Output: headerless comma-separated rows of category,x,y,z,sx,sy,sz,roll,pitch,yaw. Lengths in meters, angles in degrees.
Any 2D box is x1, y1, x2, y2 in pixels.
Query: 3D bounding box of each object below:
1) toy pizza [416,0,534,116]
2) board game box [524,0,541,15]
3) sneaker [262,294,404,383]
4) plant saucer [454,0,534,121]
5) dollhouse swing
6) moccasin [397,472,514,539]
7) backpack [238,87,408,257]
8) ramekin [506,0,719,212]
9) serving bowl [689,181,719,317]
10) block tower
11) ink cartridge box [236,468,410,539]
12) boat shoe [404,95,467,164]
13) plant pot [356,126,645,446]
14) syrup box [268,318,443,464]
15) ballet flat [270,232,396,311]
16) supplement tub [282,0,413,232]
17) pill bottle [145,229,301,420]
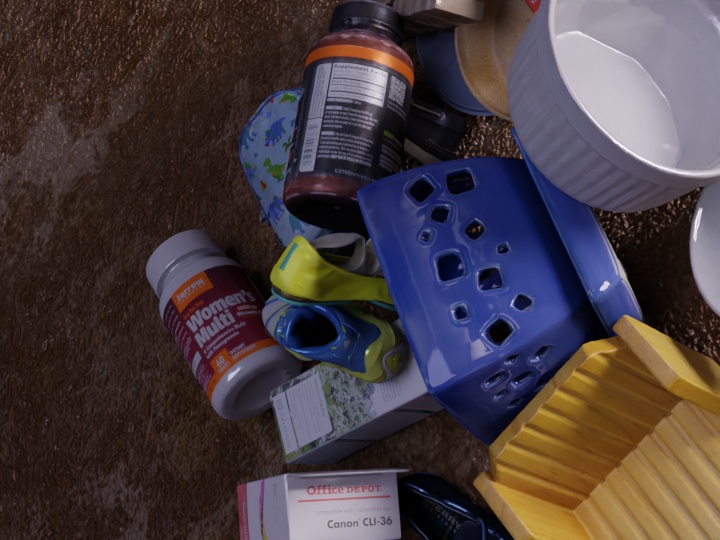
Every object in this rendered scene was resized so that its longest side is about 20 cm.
toy pizza,0.139,-0.250,1.159,0.198,0.031,0.204,-6,80,39
board game box,0.152,-0.326,1.061,0.102,0.047,0.201,-44,59,26
sneaker,-0.049,0.046,1.134,0.198,0.104,0.077,15,82,46
plant saucer,0.176,-0.230,1.082,0.198,0.035,0.204,-6,80,38
dollhouse swing,0.233,0.187,0.954,0.201,0.180,0.177,-50,38,22
moccasin,0.099,0.263,1.105,0.199,0.068,0.082,29,102,37
backpack,-0.037,-0.097,1.226,0.163,0.152,0.202,-46,47,32
ramekin,0.208,-0.142,0.927,0.105,0.197,0.203,136,124,-59
serving bowl,0.357,-0.034,0.920,0.199,0.065,0.203,-33,44,38
block tower,0.052,-0.264,1.160,0.199,0.057,0.055,11,91,63
ink cartridge box,-0.036,0.229,1.136,0.200,0.115,0.069,148,120,-65
boat shoe,0.032,-0.179,1.214,0.200,0.072,0.063,43,107,29
plant pot,0.131,0.009,1.019,0.178,0.200,0.202,-27,62,10
syrup box,0.009,0.122,1.186,0.199,0.081,0.080,-31,64,30
ballet flat,0.000,0.000,1.092,0.066,0.198,0.068,29,105,40
supplement tub,-0.007,-0.145,1.100,0.106,0.106,0.203,-4,69,38
pill bottle,-0.155,0.056,1.308,0.110,0.109,0.201,-50,58,23
